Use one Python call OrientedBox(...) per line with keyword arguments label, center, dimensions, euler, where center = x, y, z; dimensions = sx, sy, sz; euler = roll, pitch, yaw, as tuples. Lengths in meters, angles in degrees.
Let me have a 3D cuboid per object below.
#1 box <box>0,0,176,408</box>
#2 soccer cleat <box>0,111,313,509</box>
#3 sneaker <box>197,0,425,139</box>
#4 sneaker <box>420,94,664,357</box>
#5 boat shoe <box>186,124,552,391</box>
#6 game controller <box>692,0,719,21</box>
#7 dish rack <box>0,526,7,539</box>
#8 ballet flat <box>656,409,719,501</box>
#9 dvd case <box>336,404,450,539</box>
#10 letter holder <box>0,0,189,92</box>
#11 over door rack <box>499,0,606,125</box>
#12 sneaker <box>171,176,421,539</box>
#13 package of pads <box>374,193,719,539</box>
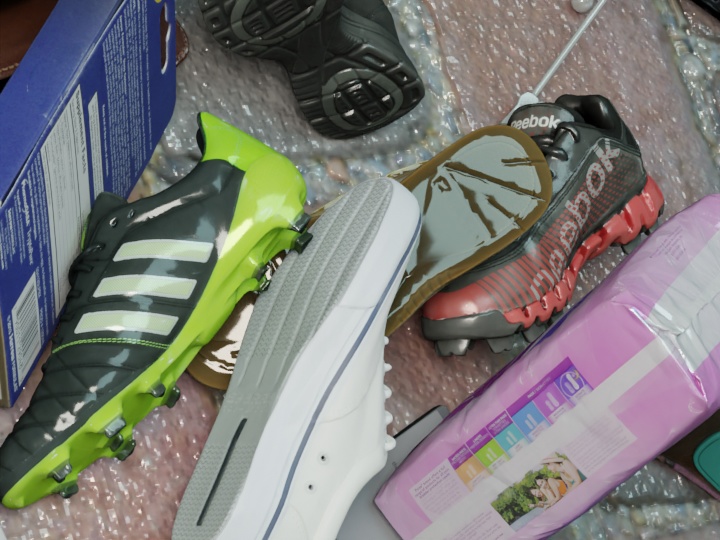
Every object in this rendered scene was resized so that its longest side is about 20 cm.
OrientedBox(label="box", center=(-0.131, -0.052, 1.098), dimensions=(0.032, 0.122, 0.201), euler=(16, 49, 12))
OrientedBox(label="soccer cleat", center=(-0.104, 0.018, 1.090), dimensions=(0.081, 0.068, 0.200), euler=(38, 73, 10))
OrientedBox(label="sneaker", center=(-0.036, -0.145, 1.222), dimensions=(0.200, 0.076, 0.091), euler=(53, 17, -56))
OrientedBox(label="sneaker", center=(0.085, -0.029, 1.267), dimensions=(0.200, 0.070, 0.099), euler=(-40, 120, -45))
OrientedBox(label="boat shoe", center=(0.000, 0.000, 1.180), dimensions=(0.199, 0.066, 0.074), euler=(-26, 87, -12))
OrientedBox(label="game controller", center=(0.229, -0.190, 1.515), dimensions=(0.199, 0.042, 0.105), euler=(33, 35, -19))
OrientedBox(label="dish rack", center=(-0.207, 0.154, 0.971), dimensions=(0.171, 0.043, 0.201), euler=(-18, 77, -42))
OrientedBox(label="ballet flat", center=(0.179, 0.071, 1.310), dimensions=(0.200, 0.069, 0.071), euler=(37, 30, -21))
OrientedBox(label="dvd case", center=(0.017, 0.169, 1.149), dimensions=(0.200, 0.025, 0.151), euler=(-32, 87, -44))
OrientedBox(label="letter holder", center=(-0.152, -0.139, 1.142), dimensions=(0.200, 0.100, 0.143), euler=(-33, 90, -44))
OrientedBox(label="over door rack", center=(0.078, -0.186, 1.377), dimensions=(0.148, 0.067, 0.200), euler=(41, 61, -12))
OrientedBox(label="sneaker", center=(-0.017, 0.056, 1.108), dimensions=(0.071, 0.073, 0.201), euler=(35, 74, -31))
OrientedBox(label="package of pads", center=(0.105, 0.058, 1.128), dimensions=(0.076, 0.200, 0.120), euler=(49, 42, 4))
